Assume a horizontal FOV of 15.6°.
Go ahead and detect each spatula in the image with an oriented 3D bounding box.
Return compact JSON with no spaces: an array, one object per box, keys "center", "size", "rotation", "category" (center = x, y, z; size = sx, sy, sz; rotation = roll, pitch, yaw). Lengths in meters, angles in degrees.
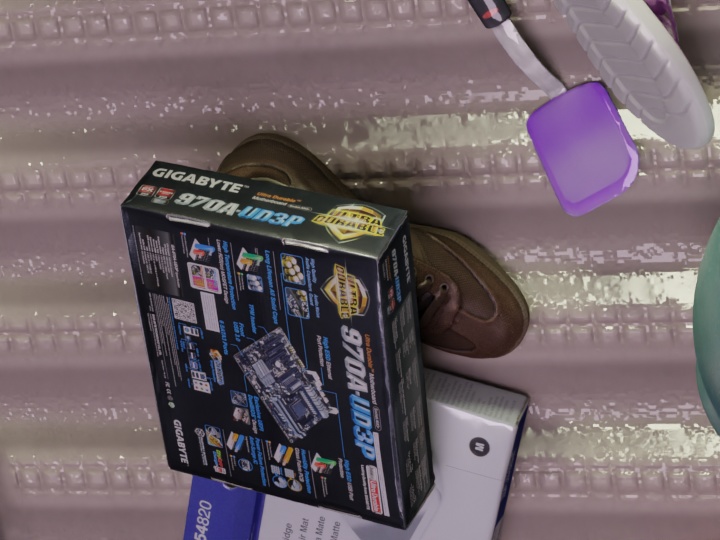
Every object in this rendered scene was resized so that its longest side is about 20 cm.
[{"center":[0.086,-0.124,1.438],"size":[0.056,0.021,0.201],"rotation":[-27,103,29],"category":"spatula"}]

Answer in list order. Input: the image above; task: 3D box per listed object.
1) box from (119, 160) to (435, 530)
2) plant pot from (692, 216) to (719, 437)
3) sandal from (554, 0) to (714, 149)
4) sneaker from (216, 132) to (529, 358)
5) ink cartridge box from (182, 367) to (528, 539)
[{"center":[-0.044,0.043,1.474],"size":[0.158,0.046,0.201],"rotation":[12,131,23],"category":"box"},{"center":[0.255,0.036,1.378],"size":[0.200,0.201,0.134],"rotation":[35,148,-1],"category":"plant pot"},{"center":[0.133,-0.154,1.389],"size":[0.050,0.082,0.203],"rotation":[-39,99,-14],"category":"sandal"},{"center":[0.000,0.000,1.495],"size":[0.199,0.076,0.071],"rotation":[31,120,3],"category":"sneaker"},{"center":[-0.013,0.139,1.587],"size":[0.199,0.041,0.201],"rotation":[16,119,11],"category":"ink cartridge box"}]
